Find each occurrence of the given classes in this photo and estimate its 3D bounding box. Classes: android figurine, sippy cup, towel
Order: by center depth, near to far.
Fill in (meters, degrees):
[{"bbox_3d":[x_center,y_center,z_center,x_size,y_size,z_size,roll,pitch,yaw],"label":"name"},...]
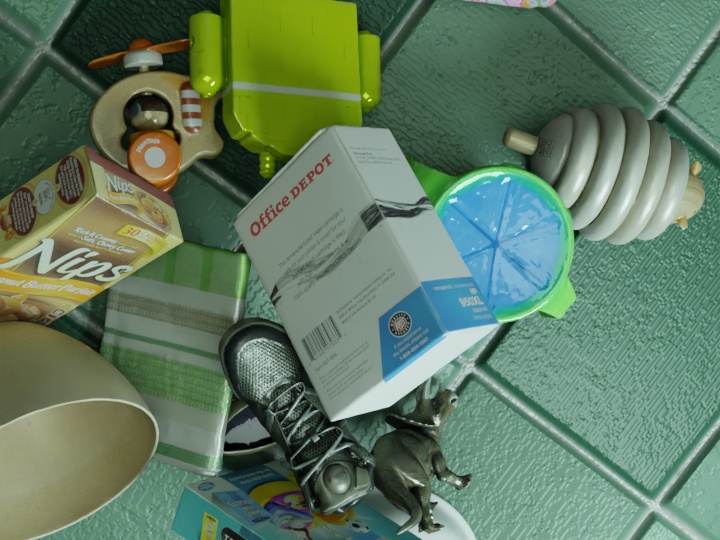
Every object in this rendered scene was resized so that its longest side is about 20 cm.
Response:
[{"bbox_3d":[-0.062,-0.178,0.997,0.181,0.041,0.201,0,82,-25],"label":"android figurine"},{"bbox_3d":[-0.170,0.071,1.019,0.149,0.031,0.201,12,95,26],"label":"towel"},{"bbox_3d":[0.109,-0.029,1.021,0.139,0.130,0.179,-16,99,-6],"label":"sippy cup"}]

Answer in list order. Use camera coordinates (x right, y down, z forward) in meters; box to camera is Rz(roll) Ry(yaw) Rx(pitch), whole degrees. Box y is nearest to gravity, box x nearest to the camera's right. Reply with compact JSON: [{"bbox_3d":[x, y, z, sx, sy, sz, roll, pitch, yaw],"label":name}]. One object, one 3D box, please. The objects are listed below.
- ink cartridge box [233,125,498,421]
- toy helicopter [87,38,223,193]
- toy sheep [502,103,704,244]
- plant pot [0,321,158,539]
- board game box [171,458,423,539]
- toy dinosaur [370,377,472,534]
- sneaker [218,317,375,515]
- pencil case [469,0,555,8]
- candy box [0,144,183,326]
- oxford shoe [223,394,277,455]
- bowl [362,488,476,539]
[{"bbox_3d":[0.000,0.000,0.940,0.145,0.084,0.201,-40,69,34],"label":"ink cartridge box"},{"bbox_3d":[-0.154,-0.165,1.012,0.200,0.079,0.133,-34,91,-13],"label":"toy helicopter"},{"bbox_3d":[0.221,-0.089,1.027,0.199,0.138,0.139,12,95,-8],"label":"toy sheep"},{"bbox_3d":[-0.291,0.123,0.964,0.200,0.200,0.135,-33,60,-2],"label":"plant pot"},{"bbox_3d":[-0.038,0.237,0.975,0.200,0.151,0.047,26,105,30],"label":"board game box"},{"bbox_3d":[0.041,0.183,1.024,0.102,0.200,0.077,49,123,-1],"label":"toy dinosaur"},{"bbox_3d":[-0.045,0.129,0.953,0.076,0.114,0.200,-33,119,-11],"label":"sneaker"},{"bbox_3d":[0.091,-0.289,1.013,0.199,0.087,0.088,4,97,-9],"label":"pencil case"},{"bbox_3d":[-0.265,-0.016,0.952,0.200,0.115,0.055,-29,61,18],"label":"candy box"},{"bbox_3d":[-0.050,0.124,1.049,0.199,0.074,0.071,-27,100,-3],"label":"oxford shoe"},{"bbox_3d":[0.031,0.313,1.076,0.200,0.090,0.202,-1,97,-8],"label":"bowl"}]
